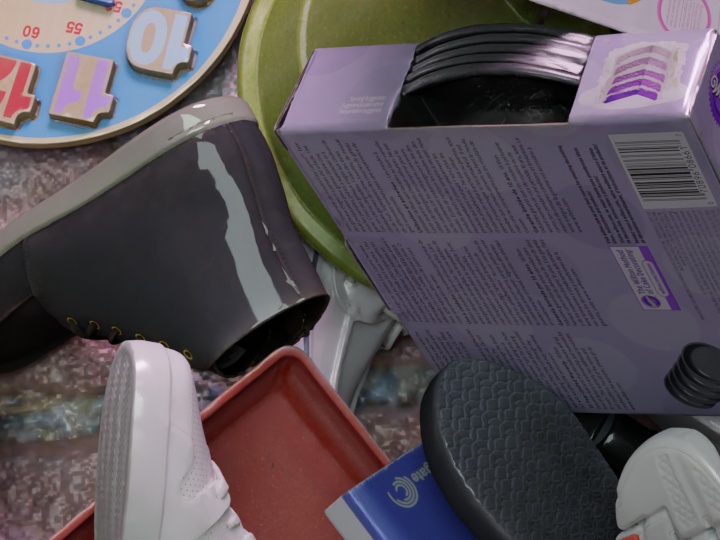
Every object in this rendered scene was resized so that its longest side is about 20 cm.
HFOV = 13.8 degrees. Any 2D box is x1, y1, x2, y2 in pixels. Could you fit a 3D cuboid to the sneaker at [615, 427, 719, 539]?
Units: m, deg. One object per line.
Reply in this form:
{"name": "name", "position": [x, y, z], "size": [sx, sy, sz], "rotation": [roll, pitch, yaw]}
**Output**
{"name": "sneaker", "position": [0.175, 0.138, 1.240], "size": [0.082, 0.077, 0.200], "rotation": [-48, 116, -40]}

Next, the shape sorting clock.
{"name": "shape sorting clock", "position": [-0.147, -0.154, 1.424], "size": [0.199, 0.039, 0.201], "rotation": [-1, 75, 5]}

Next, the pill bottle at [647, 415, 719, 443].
{"name": "pill bottle", "position": [0.207, -0.005, 1.309], "size": [0.111, 0.111, 0.200], "rotation": [33, 82, 13]}

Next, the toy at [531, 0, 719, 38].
{"name": "toy", "position": [0.086, -0.142, 1.161], "size": [0.199, 0.047, 0.116], "rotation": [19, 66, -19]}

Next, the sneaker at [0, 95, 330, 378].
{"name": "sneaker", "position": [-0.105, 0.018, 1.318], "size": [0.200, 0.075, 0.107], "rotation": [-37, 70, 34]}

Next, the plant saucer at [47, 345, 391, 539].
{"name": "plant saucer", "position": [-0.048, 0.167, 1.296], "size": [0.199, 0.037, 0.200], "rotation": [-40, 101, -5]}

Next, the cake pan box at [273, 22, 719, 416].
{"name": "cake pan box", "position": [0.085, -0.016, 1.194], "size": [0.183, 0.200, 0.052], "rotation": [-3, 50, 31]}

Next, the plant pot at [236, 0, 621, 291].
{"name": "plant pot", "position": [0.068, -0.106, 1.275], "size": [0.199, 0.190, 0.201], "rotation": [7, 68, -17]}

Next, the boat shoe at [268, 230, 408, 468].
{"name": "boat shoe", "position": [0.000, 0.000, 1.350], "size": [0.065, 0.074, 0.201], "rotation": [4, 77, 11]}

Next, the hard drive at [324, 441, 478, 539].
{"name": "hard drive", "position": [0.088, 0.153, 1.269], "size": [0.200, 0.025, 0.132], "rotation": [53, 42, 7]}

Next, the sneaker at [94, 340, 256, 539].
{"name": "sneaker", "position": [-0.051, 0.123, 1.241], "size": [0.115, 0.074, 0.201], "rotation": [-2, 106, -12]}

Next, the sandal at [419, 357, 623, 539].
{"name": "sandal", "position": [0.091, 0.120, 1.255], "size": [0.200, 0.043, 0.076], "rotation": [46, 48, -16]}

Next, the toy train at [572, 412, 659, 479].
{"name": "toy train", "position": [0.173, 0.113, 1.293], "size": [0.200, 0.046, 0.034], "rotation": [31, 79, -4]}
